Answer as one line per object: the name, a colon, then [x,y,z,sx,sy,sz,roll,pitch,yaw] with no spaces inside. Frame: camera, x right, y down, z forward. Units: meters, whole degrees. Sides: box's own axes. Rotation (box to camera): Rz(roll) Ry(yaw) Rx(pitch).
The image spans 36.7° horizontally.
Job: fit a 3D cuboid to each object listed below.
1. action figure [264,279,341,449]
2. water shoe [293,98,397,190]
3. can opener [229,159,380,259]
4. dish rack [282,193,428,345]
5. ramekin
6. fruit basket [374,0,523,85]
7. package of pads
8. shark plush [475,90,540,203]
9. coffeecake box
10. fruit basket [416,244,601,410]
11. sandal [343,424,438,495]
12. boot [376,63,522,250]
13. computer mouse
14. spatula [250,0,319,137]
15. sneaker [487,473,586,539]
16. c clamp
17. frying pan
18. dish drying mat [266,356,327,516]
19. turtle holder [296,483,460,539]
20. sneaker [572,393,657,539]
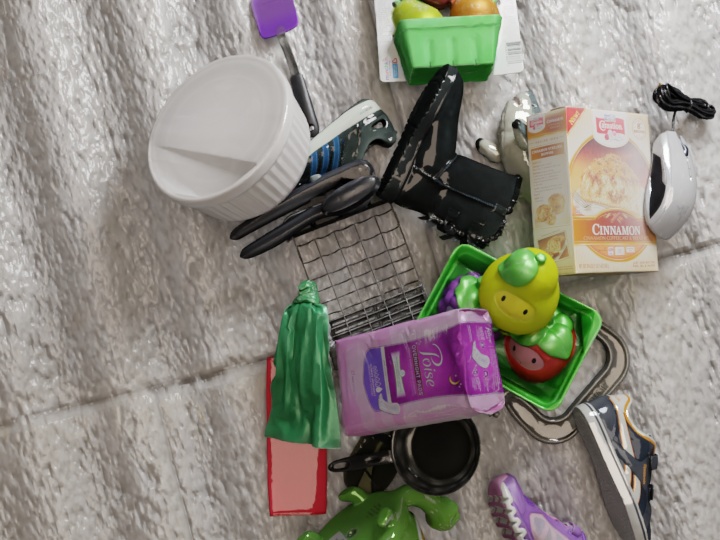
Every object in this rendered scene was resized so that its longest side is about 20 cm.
action figure: [-0.065,0.112,1.339,0.118,0.055,0.201,3,95,30]
water shoe: [-0.039,-0.132,1.373,0.200,0.072,0.079,-41,91,-3]
can opener: [-0.069,-0.078,1.328,0.199,0.079,0.064,-24,80,8]
dish rack: [0.000,0.000,1.379,0.153,0.055,0.201,-21,90,-2]
ramekin: [-0.153,-0.152,1.322,0.202,0.094,0.203,-13,60,23]
fruit basket: [0.108,-0.338,1.393,0.184,0.094,0.201,-4,72,-3]
package of pads: [0.063,0.121,1.266,0.199,0.076,0.121,-16,77,37]
shark plush: [0.239,-0.131,1.389,0.083,0.091,0.200,-31,83,-33]
coffeecake box: [0.289,-0.095,1.349,0.153,0.073,0.201,-1,87,-36]
fruit basket: [0.179,0.056,1.295,0.215,0.216,0.156,29,85,-1]
sandal: [0.045,0.196,1.372,0.080,0.057,0.201,37,101,-6]
boot: [0.127,-0.134,1.348,0.162,0.073,0.199,25,92,-14]
computer mouse: [0.403,-0.137,1.368,0.109,0.044,0.201,19,74,-38]
spatula: [-0.089,-0.268,1.401,0.056,0.021,0.201,-18,90,10]
sneaker: [0.234,0.336,1.363,0.088,0.080,0.201,-30,94,-10]
c clamp: [0.241,0.129,1.393,0.200,0.027,0.171,-43,89,-3]
frying pan: [0.064,0.235,1.320,0.190,0.031,0.115,-37,69,15]
dish drying mat: [-0.081,0.210,1.382,0.076,0.018,0.201,-1,86,-3]
turtle holder: [0.023,0.342,1.334,0.132,0.141,0.186,55,49,-19]
sneaker: [0.340,0.252,1.366,0.079,0.078,0.201,-20,94,-12]
